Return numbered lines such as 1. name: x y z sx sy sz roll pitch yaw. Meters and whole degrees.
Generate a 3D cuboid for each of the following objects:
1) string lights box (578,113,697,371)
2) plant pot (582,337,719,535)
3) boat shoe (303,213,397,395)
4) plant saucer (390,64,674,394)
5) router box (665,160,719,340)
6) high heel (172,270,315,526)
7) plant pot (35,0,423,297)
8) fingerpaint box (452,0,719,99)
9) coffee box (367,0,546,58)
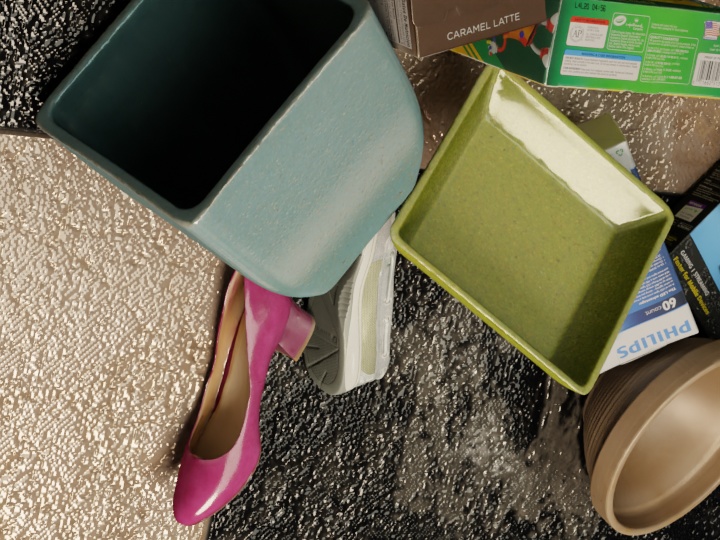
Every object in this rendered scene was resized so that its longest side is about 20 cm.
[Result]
1. string lights box: 0.200 -0.018 1.784 0.103 0.059 0.200 -23 120 4
2. plant pot: 0.262 0.127 1.877 0.201 0.093 0.201 -30 143 -25
3. boat shoe: 0.001 0.001 1.689 0.065 0.074 0.202 -13 118 -36
4. plant saucer: 0.125 -0.029 1.650 0.200 0.048 0.200 39 55 -13
5. router box: 0.349 0.004 1.930 0.149 0.051 0.200 -44 124 -12
6. high heel: -0.111 0.095 1.648 0.096 0.067 0.200 41 68 -47
7. plant pot: -0.069 -0.094 1.537 0.196 0.196 0.200 -51 140 -7
8. fingerpaint box: 0.178 -0.191 1.671 0.200 0.167 0.074 1 106 -33
9. coffee box: 0.030 -0.224 1.538 0.114 0.200 0.080 -20 118 -27
